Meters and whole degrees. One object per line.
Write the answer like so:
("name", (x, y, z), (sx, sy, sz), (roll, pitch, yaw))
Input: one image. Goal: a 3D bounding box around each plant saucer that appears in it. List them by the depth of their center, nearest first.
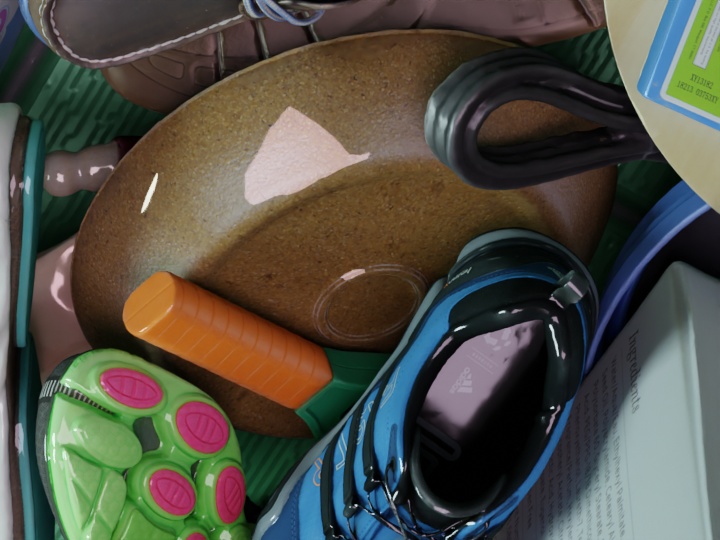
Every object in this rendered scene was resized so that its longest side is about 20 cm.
("plant saucer", (0.000, 0.000, 1.033), (0.200, 0.035, 0.200), (-11, 140, -10))

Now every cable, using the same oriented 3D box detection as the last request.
("cable", (0.102, -0.059, 1.014), (0.200, 0.050, 0.097), (-15, 134, -24))

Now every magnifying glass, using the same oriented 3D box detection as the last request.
("magnifying glass", (-0.005, 0.044, 1.041), (0.080, 0.022, 0.200), (-39, 139, 23))

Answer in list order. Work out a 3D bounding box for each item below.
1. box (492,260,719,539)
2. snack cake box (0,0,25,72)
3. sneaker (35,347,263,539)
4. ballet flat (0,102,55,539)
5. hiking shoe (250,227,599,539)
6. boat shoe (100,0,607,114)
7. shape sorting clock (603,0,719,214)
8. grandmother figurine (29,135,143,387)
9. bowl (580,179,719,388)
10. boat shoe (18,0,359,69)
("box", (0.158, 0.134, 0.959), (0.199, 0.200, 0.131), (24, 124, -15))
("snack cake box", (-0.195, -0.062, 1.022), (0.115, 0.067, 0.200), (30, 110, 6))
("sneaker", (-0.078, 0.087, 1.057), (0.077, 0.084, 0.200), (-55, 150, -17))
("ballet flat", (-0.138, 0.028, 1.010), (0.069, 0.070, 0.200), (1, 126, -2))
("hiking shoe", (0.011, 0.077, 0.978), (0.074, 0.087, 0.200), (27, 98, -2))
("boat shoe", (0.007, -0.093, 1.027), (0.199, 0.063, 0.074), (-8, 95, 3))
("shape sorting clock", (0.174, -0.094, 0.928), (0.199, 0.039, 0.201), (5, 103, 21))
("grandmother figurine", (-0.074, -0.006, 1.072), (0.200, 0.061, 0.121), (-30, 138, 8))
("bowl", (0.176, 0.031, 1.032), (0.200, 0.039, 0.201), (1, 126, 1))
("boat shoe", (-0.023, -0.119, 0.943), (0.200, 0.072, 0.072), (-32, 125, 13))
